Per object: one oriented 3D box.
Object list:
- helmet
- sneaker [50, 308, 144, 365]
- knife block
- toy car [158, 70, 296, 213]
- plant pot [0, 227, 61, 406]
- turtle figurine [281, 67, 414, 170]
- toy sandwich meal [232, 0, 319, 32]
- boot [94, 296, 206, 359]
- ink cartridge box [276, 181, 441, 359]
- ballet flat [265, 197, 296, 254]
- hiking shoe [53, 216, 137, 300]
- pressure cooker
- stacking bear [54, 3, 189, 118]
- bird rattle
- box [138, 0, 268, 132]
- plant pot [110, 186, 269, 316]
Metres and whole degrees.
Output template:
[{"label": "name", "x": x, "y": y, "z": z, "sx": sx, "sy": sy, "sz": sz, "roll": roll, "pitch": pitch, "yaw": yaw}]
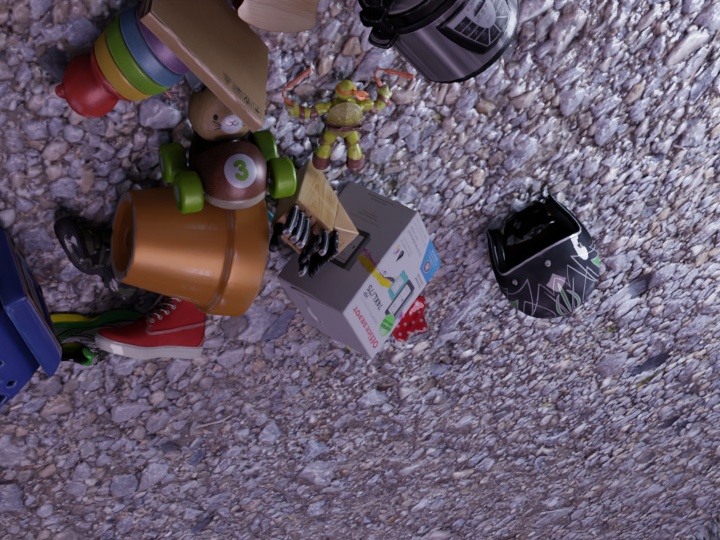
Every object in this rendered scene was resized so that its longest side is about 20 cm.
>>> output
[{"label": "helmet", "x": 0.320, "y": -0.012, "z": 1.896, "sx": 0.197, "sy": 0.192, "sz": 0.202, "roll": -14, "pitch": 141, "yaw": -12}, {"label": "sneaker", "x": -0.414, "y": 0.118, "z": 1.755, "sx": 0.197, "sy": 0.086, "sz": 0.079, "roll": -4, "pitch": 138, "yaw": -24}, {"label": "knife block", "x": -0.090, "y": -0.081, "z": 1.579, "sx": 0.064, "sy": 0.201, "sz": 0.175, "roll": -41, "pitch": 152, "yaw": 22}, {"label": "toy car", "x": -0.180, "y": -0.200, "z": 1.479, "sx": 0.162, "sy": 0.158, "sz": 0.202, "roll": -11, "pitch": 128, "yaw": -21}, {"label": "plant pot", "x": -0.538, "y": 0.066, "z": 1.542, "sx": 0.178, "sy": 0.201, "sz": 0.201, "roll": -25, "pitch": 142, "yaw": -9}, {"label": "turtle figurine", "x": -0.017, "y": -0.218, "z": 1.594, "sx": 0.197, "sy": 0.065, "sz": 0.163, "roll": -11, "pitch": 139, "yaw": -16}, {"label": "toy sandwich meal", "x": -0.095, "y": -0.390, "z": 1.354, "sx": 0.202, "sy": 0.071, "sz": 0.207, "roll": -14, "pitch": 140, "yaw": -12}, {"label": "boot", "x": -0.319, "y": 0.061, "z": 1.718, "sx": 0.198, "sy": 0.072, "sz": 0.146, "roll": 2, "pitch": 106, "yaw": -47}, {"label": "ink cartridge box", "x": 0.000, "y": 0.000, "z": 1.720, "sx": 0.201, "sy": 0.145, "sz": 0.147, "roll": -53, "pitch": 145, "yaw": -16}, {"label": "ballet flat", "x": -0.097, "y": -0.069, "z": 1.733, "sx": 0.073, "sy": 0.075, "sz": 0.201, "roll": -26, "pitch": 143, "yaw": 4}, {"label": "hiking shoe", "x": -0.371, "y": -0.039, "z": 1.624, "sx": 0.100, "sy": 0.076, "sz": 0.200, "roll": -39, "pitch": 147, "yaw": 1}, {"label": "pressure cooker", "x": 0.090, "y": -0.356, "z": 1.406, "sx": 0.177, "sy": 0.178, "sz": 0.199, "roll": -23, "pitch": 144, "yaw": 26}, {"label": "stacking bear", "x": -0.289, "y": -0.263, "z": 1.371, "sx": 0.198, "sy": 0.115, "sz": 0.121, "roll": -29, "pitch": 158, "yaw": 19}, {"label": "bird rattle", "x": 0.034, "y": 0.057, "z": 1.910, "sx": 0.197, "sy": 0.113, "sz": 0.165, "roll": -8, "pitch": 123, "yaw": -23}, {"label": "box", "x": -0.181, "y": -0.284, "z": 1.325, "sx": 0.021, "sy": 0.165, "sz": 0.200, "roll": -27, "pitch": 130, "yaw": 24}, {"label": "plant pot", "x": -0.252, "y": -0.042, "z": 1.568, "sx": 0.181, "sy": 0.202, "sz": 0.201, "roll": 5, "pitch": 133, "yaw": -29}]
